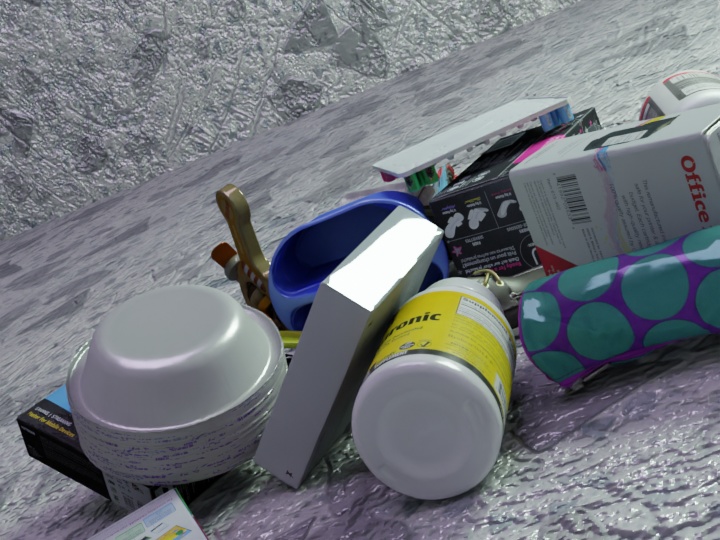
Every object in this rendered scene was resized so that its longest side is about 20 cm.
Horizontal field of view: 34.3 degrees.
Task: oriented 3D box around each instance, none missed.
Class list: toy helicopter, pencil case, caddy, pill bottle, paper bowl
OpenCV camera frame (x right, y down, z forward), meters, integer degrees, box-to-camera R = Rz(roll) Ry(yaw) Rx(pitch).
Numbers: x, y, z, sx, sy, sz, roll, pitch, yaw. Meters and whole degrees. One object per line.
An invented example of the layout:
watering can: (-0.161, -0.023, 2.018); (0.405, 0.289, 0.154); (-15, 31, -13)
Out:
toy helicopter: (-0.130, -0.014, 1.369); (0.078, 0.202, 0.132); (-31, 33, -23)
pencil case: (0.223, 0.027, 0.879); (0.198, 0.094, 0.085); (-20, -20, 30)
caddy: (0.000, 0.000, 1.230); (0.198, 0.143, 0.105); (-21, 11, 17)
pill bottle: (0.347, -0.133, 1.174); (0.109, 0.112, 0.200); (-22, 15, 12)
pill bottle: (0.065, 0.080, 0.907); (0.110, 0.113, 0.200); (-20, 15, 19)
paper bowl: (-0.165, 0.089, 1.045); (0.197, 0.106, 0.202); (-6, 32, 4)

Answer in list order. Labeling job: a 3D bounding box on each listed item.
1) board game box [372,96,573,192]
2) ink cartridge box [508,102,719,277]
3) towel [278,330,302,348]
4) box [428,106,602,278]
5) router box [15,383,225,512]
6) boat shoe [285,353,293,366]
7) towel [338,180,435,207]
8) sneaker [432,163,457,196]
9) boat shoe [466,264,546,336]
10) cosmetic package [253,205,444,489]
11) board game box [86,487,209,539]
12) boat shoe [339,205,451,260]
board game box: (0.120, -0.142, 1.296); (0.198, 0.026, 0.200); (-25, 11, -4)
ink cartridge box: (0.243, -0.046, 0.977); (0.199, 0.147, 0.082); (-7, 20, 48)
towel: (-0.080, 0.068, 1.184); (0.197, 0.018, 0.086); (1, 0, 9)
box: (0.182, -0.073, 1.235); (0.131, 0.116, 0.200); (-16, 15, 36)
router box: (-0.207, 0.149, 1.109); (0.198, 0.052, 0.149); (16, 38, 36)
boat shoe: (-0.096, 0.110, 1.165); (0.198, 0.063, 0.075); (-16, 15, 27)
towel: (-0.011, -0.029, 1.436); (0.192, 0.032, 0.199); (-57, 24, -19)
sneaker: (0.085, -0.071, 1.457); (0.094, 0.080, 0.200); (-23, 15, 16)
boat shoe: (0.108, 0.036, 1.084); (0.199, 0.061, 0.072); (-27, 15, -5)
cosmetic package: (-0.010, 0.063, 0.974); (0.151, 0.051, 0.202); (-49, -16, -54)
board game box: (-0.178, 0.245, 0.874); (0.152, 0.041, 0.200); (-29, 15, -14)
boat shoe: (0.068, -0.032, 1.309); (0.197, 0.066, 0.073); (-15, -25, -6)
